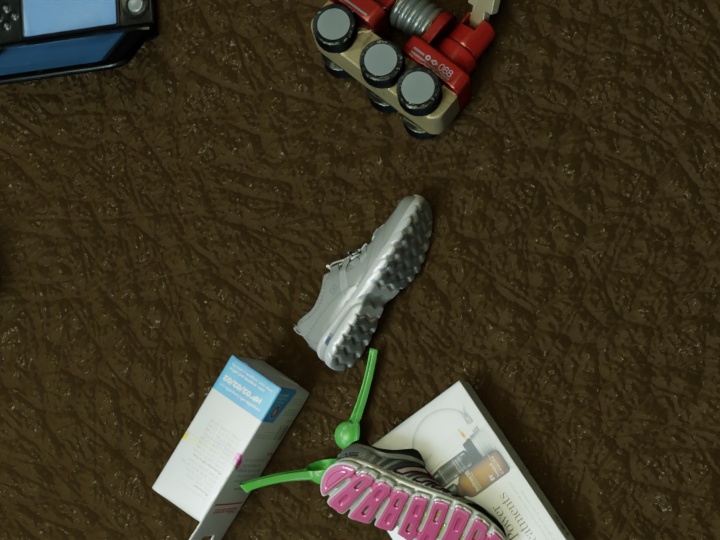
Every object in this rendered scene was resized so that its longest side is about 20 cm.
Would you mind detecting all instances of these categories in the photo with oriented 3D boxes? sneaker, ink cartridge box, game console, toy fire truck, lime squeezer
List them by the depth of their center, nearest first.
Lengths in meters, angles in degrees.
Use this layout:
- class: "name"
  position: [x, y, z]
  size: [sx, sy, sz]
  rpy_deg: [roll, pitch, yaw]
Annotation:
- class: "sneaker"
  position: [0.058, 0.223, 1.663]
  size: [0.198, 0.088, 0.074]
  rpy_deg: [24, 118, -4]
- class: "ink cartridge box"
  position: [-0.143, 0.192, 1.743]
  size: [0.067, 0.115, 0.201]
  rpy_deg: [31, 91, 15]
- class: "sneaker"
  position: [0.000, 0.000, 1.751]
  size: [0.082, 0.075, 0.201]
  rpy_deg: [31, 82, 31]
- class: "toy fire truck"
  position: [0.066, -0.269, 1.751]
  size: [0.175, 0.129, 0.201]
  rpy_deg: [38, 82, 15]
- class: "lime squeezer"
  position: [-0.034, 0.174, 1.751]
  size: [0.071, 0.038, 0.200]
  rpy_deg: [45, 79, -4]
- class: "game console"
  position: [-0.333, -0.284, 1.843]
  size: [0.197, 0.116, 0.178]
  rpy_deg: [-6, 83, 12]

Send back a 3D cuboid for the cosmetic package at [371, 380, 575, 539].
- class: "cosmetic package"
  position: [0.101, 0.237, 1.713]
  size: [0.150, 0.052, 0.201]
  rpy_deg: [-37, 77, 10]
